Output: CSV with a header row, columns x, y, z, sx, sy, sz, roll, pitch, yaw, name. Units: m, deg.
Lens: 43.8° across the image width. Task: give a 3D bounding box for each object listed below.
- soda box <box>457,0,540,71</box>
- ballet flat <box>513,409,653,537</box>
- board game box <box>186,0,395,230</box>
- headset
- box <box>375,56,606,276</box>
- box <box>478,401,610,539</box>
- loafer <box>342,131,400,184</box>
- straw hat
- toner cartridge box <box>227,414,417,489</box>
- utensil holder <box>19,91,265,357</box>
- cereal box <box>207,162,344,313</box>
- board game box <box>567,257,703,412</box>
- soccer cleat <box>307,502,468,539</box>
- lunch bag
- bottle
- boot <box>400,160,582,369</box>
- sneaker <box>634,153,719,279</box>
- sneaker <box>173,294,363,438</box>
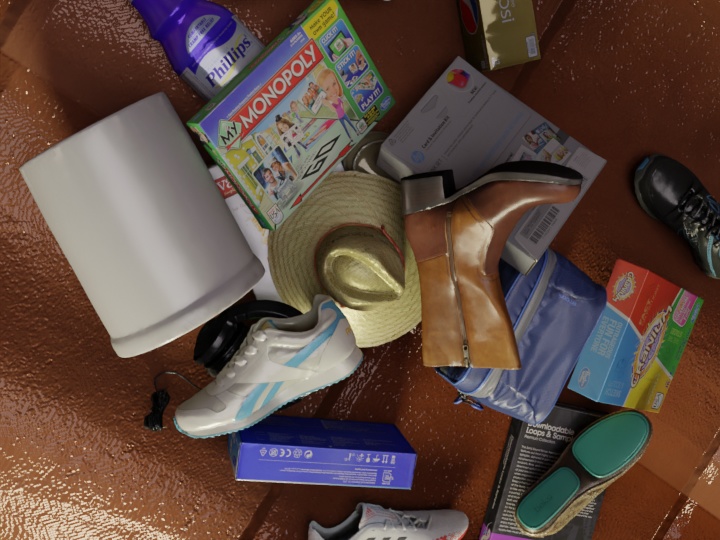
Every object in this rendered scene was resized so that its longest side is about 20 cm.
x,y,z,sx,sy,sz,roll,pitch,yaw,name
0.139,-0.322,0.967,0.063,0.068,0.204,-14,103,-12,soda box
0.264,0.242,1.066,0.199,0.071,0.065,-38,148,0,ballet flat
-0.063,-0.159,0.899,0.201,0.029,0.135,-49,124,-20,board game box
-0.135,0.111,0.948,0.197,0.094,0.125,-20,115,12,headset
0.138,-0.114,0.946,0.199,0.041,0.156,37,64,7,box
0.236,0.264,1.109,0.140,0.036,0.204,14,97,-17,box
0.071,-0.088,0.986,0.197,0.068,0.077,27,97,-17,loafer
0.000,0.000,0.922,0.196,0.085,0.206,-2,104,-6,straw hat
-0.044,0.199,0.993,0.196,0.095,0.044,7,98,-15,toner cartridge box
-0.210,-0.047,0.873,0.168,0.170,0.203,-28,102,-8,utensil holder
-0.069,-0.045,0.973,0.142,0.040,0.203,-24,105,-7,cereal box
0.325,0.082,1.044,0.198,0.040,0.156,16,96,-51,board game box
0.032,0.306,1.047,0.196,0.069,0.087,-14,107,-7,soccer cleat
0.162,0.065,1.002,0.131,0.136,0.203,29,89,-13,lunch bag
-0.152,-0.224,0.908,0.200,0.065,0.084,44,80,-17,bottle
0.131,0.002,0.866,0.185,0.068,0.204,-5,102,22,boot
0.411,-0.064,1.075,0.199,0.082,0.074,41,90,-16,sneaker
-0.099,0.096,0.891,0.197,0.076,0.082,-27,106,-8,sneaker
